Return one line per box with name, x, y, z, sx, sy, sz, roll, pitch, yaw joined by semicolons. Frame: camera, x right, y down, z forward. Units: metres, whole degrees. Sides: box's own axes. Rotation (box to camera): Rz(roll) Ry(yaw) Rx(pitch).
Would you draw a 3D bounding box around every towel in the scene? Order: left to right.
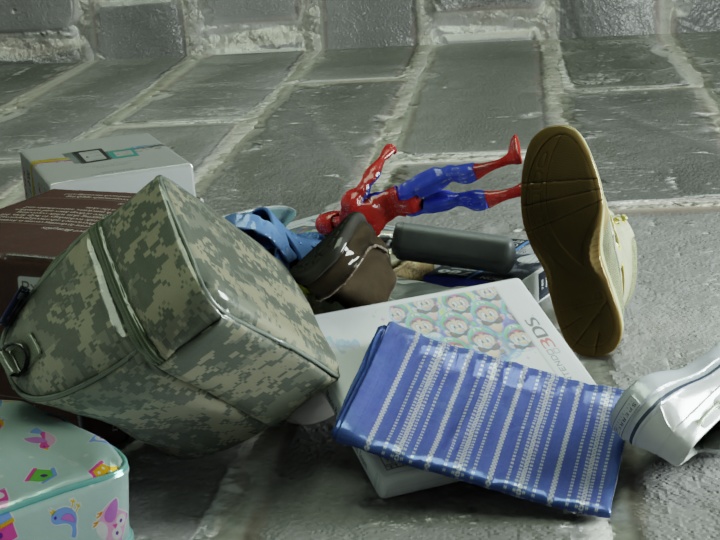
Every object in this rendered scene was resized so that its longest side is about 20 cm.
towel;0.090;0.102;1.098;0.198;0.024;0.145;15;32;9

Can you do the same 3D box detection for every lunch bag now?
lunch bag;-0.257;0.153;1.025;0.160;0.078;0.199;-18;21;-38
lunch bag;-0.139;0.050;1.107;0.200;0.167;0.140;36;19;-55

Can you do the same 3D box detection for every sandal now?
sandal;-0.074;-0.016;1.343;0.079;0.088;0.200;-14;5;16

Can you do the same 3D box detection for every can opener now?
can opener;0.046;-0.015;1.454;0.198;0.067;0.053;3;-4;8

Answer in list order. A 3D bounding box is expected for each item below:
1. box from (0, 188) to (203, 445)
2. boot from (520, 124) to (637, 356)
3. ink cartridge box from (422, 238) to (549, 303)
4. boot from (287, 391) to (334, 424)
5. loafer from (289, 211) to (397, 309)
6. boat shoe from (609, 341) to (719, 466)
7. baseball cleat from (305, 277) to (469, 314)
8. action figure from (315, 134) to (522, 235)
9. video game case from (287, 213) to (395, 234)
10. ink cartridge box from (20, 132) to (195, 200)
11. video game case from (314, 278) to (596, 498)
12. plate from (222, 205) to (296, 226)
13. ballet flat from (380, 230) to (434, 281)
box;-0.237;0.037;1.258;0.164;0.166;0.200;5;18;27
boot;0.199;-0.040;1.377;0.071;0.202;0.155;-11;12;20
ink cartridge box;0.130;0.011;1.503;0.099;0.040;0.200;6;19;28
boot;-0.010;0.068;1.269;0.199;0.074;0.090;-13;16;-36
loafer;0.000;0.000;1.262;0.073;0.071;0.200;-42;-4;11
boat shoe;0.252;0.105;1.122;0.067;0.074;0.199;43;34;26
baseball cleat;0.050;0.040;1.395;0.199;0.071;0.106;12;8;38
action figure;0.052;-0.081;1.400;0.198;0.066;0.099;-17;35;12
video game case;-0.039;-0.023;1.686;0.181;0.024;0.199;-18;22;-40
ink cartridge box;-0.256;-0.047;1.591;0.145;0.148;0.200;-10;16;-18
video game case;0.071;0.082;1.170;0.198;0.024;0.183;-10;41;-20
plate;-0.150;-0.013;1.425;0.198;0.026;0.200;-18;-7;-2
ballet flat;0.003;-0.001;1.521;0.070;0.066;0.200;8;20;32
